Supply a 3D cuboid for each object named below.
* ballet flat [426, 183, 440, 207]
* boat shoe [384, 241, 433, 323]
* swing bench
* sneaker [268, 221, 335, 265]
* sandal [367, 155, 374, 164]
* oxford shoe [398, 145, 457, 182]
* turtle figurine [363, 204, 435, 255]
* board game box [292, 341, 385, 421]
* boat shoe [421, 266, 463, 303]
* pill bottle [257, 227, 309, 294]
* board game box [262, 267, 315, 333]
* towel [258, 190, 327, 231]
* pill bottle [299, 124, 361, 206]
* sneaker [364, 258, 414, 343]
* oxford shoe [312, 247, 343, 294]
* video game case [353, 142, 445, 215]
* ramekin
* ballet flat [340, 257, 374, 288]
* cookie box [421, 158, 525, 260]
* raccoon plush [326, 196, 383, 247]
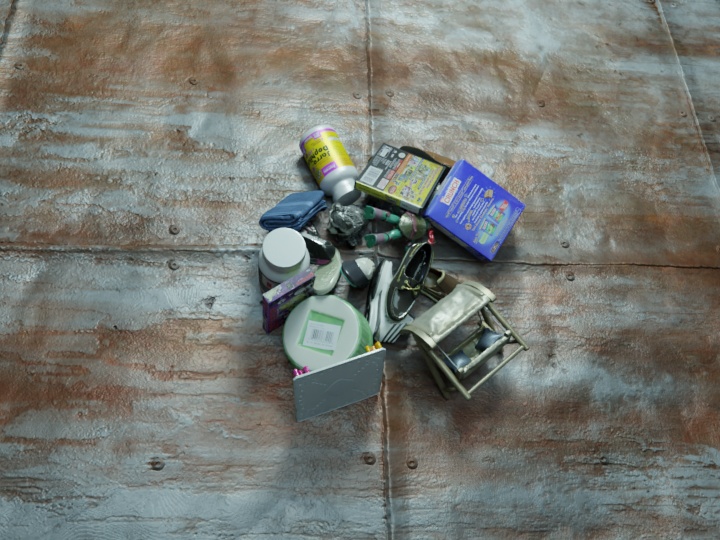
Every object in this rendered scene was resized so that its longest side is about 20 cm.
[{"bbox_3d":[0.216,-0.195,1.699,0.198,0.074,0.075,11,64,-3],"label":"ballet flat"},{"bbox_3d":[0.113,0.023,1.513,0.071,0.061,0.203,25,71,-11],"label":"boat shoe"},{"bbox_3d":[0.232,0.153,1.482,0.198,0.130,0.201,-35,93,-19],"label":"swing bench"},{"bbox_3d":[-0.129,-0.082,1.559,0.199,0.081,0.086,24,49,36],"label":"sneaker"},{"bbox_3d":[0.077,-0.228,1.696,0.081,0.055,0.201,-16,54,-26],"label":"sandal"},{"bbox_3d":[0.193,-0.282,1.748,0.199,0.072,0.071,25,35,6],"label":"oxford shoe"},{"bbox_3d":[0.103,-0.104,1.599,0.199,0.101,0.151,1,66,-36],"label":"turtle figurine"},{"bbox_3d":[-0.048,0.238,1.394,0.198,0.201,0.026,-16,56,-15],"label":"board game box"},{"bbox_3d":[0.192,0.035,1.586,0.201,0.075,0.075,19,64,0],"label":"boat shoe"},{"bbox_3d":[-0.174,-0.008,1.483,0.115,0.200,0.117,3,66,-6],"label":"pill bottle"},{"bbox_3d":[-0.161,0.070,1.449,0.119,0.200,0.032,-27,73,-18],"label":"board game box"},{"bbox_3d":[-0.158,-0.139,1.564,0.111,0.049,0.200,-1,23,18],"label":"towel"},{"bbox_3d":[-0.072,-0.263,1.666,0.104,0.104,0.201,-22,70,-17],"label":"pill bottle"},{"bbox_3d":[0.076,0.078,1.562,0.114,0.076,0.202,15,72,-11],"label":"sneaker"},{"bbox_3d":[-0.069,0.009,1.519,0.075,0.200,0.058,-20,112,10],"label":"oxford shoe"},{"bbox_3d":[0.102,-0.234,1.650,0.179,0.026,0.200,23,45,9],"label":"video game case"},{"bbox_3d":[-0.077,0.151,1.452,0.198,0.098,0.202,-3,69,9],"label":"ramekin"},{"bbox_3d":[0.000,0.000,1.505,0.072,0.200,0.074,-1,85,7],"label":"ballet flat"},{"bbox_3d":[0.280,-0.149,1.634,0.199,0.075,0.172,35,84,-8],"label":"cookie box"},{"bbox_3d":[-0.015,-0.152,1.607,0.096,0.134,0.201,29,65,7],"label":"raccoon plush"}]
